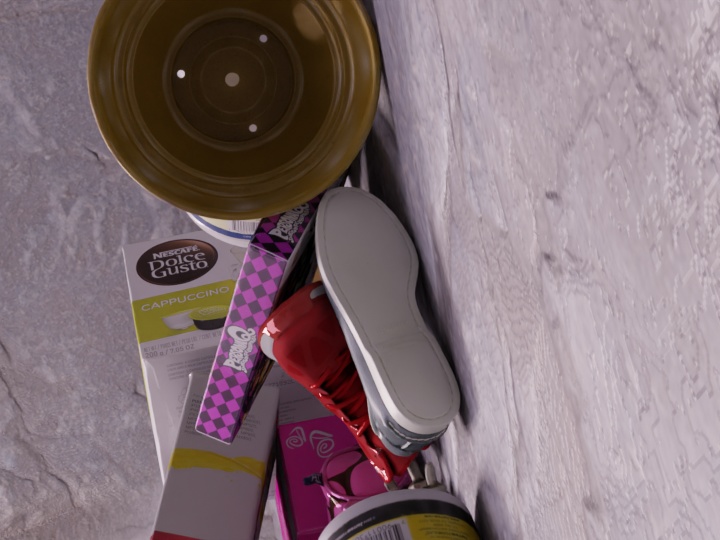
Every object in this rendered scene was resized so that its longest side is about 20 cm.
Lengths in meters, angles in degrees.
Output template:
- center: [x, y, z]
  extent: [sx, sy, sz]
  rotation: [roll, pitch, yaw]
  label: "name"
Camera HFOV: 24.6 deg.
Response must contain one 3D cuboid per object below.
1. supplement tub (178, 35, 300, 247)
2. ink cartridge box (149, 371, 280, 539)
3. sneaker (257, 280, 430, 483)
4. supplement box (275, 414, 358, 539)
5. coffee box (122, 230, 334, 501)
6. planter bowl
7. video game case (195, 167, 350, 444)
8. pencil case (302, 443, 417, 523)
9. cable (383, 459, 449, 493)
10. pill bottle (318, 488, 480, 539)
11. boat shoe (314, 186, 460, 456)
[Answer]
- center: [-0.084, -0.128, 1.318]
  extent: [0.200, 0.144, 0.145]
  rotation: [92, 165, -56]
  label: "supplement tub"
- center: [-0.126, 0.208, 1.404]
  extent: [0.145, 0.083, 0.201]
  rotation: [99, -178, -58]
  label: "ink cartridge box"
- center: [0.003, 0.083, 1.183]
  extent: [0.116, 0.078, 0.200]
  rotation: [49, -177, 23]
  label: "sneaker"
- center: [-0.018, 0.208, 1.467]
  extent: [0.200, 0.101, 0.104]
  rotation: [99, 160, -65]
  label: "supplement box"
- center: [-0.112, 0.087, 1.600]
  extent: [0.198, 0.199, 0.201]
  rotation: [-111, 12, -54]
  label: "coffee box"
- center: [-0.089, -0.136, 1.158]
  extent: [0.083, 0.200, 0.201]
  rotation: [-159, 58, -83]
  label: "planter bowl"
- center: [-0.060, 0.003, 1.241]
  extent: [0.181, 0.036, 0.200]
  rotation: [-63, -5, -48]
  label: "video game case"
- center: [0.014, 0.237, 1.325]
  extent: [0.094, 0.090, 0.201]
  rotation: [-89, -10, -61]
  label: "pencil case"
- center: [0.069, 0.234, 1.194]
  extent: [0.201, 0.050, 0.097]
  rotation: [66, 154, 4]
  label: "cable"
- center: [0.044, 0.250, 1.049]
  extent: [0.115, 0.114, 0.200]
  rotation: [88, 168, -48]
  label: "pill bottle"
- center: [0.009, 0.034, 1.126]
  extent: [0.062, 0.073, 0.200]
  rotation: [115, 141, -51]
  label: "boat shoe"
